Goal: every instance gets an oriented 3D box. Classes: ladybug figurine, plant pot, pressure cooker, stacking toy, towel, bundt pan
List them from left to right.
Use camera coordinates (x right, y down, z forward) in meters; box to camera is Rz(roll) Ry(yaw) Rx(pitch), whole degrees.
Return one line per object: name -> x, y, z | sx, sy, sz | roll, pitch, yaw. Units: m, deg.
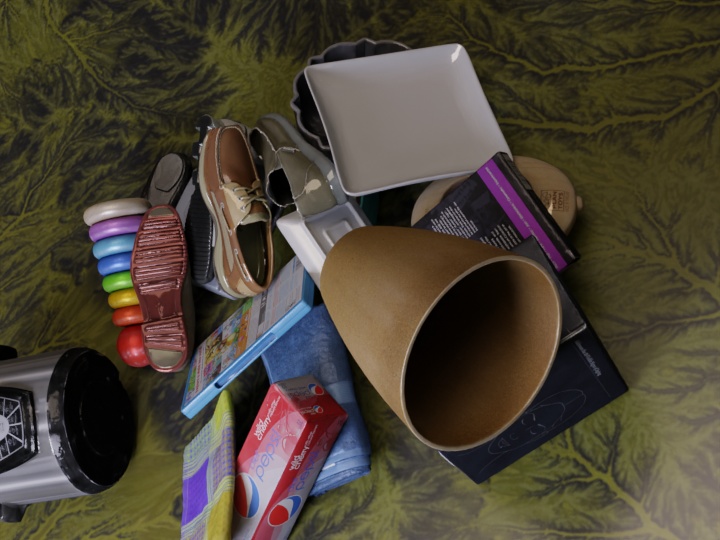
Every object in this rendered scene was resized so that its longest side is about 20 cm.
pressure cooker -> -0.388, 0.190, 1.667 | 0.198, 0.180, 0.177 | -10, 33, 20
stacking toy -> -0.282, 0.017, 1.730 | 0.084, 0.085, 0.203 | -13, 84, 18
towel -> -0.172, 0.249, 1.565 | 0.144, 0.023, 0.202 | 129, 149, -49
towel -> -0.051, 0.144, 1.576 | 0.111, 0.048, 0.202 | -30, 64, 37
bundt pan -> 0.015, -0.179, 1.678 | 0.199, 0.076, 0.204 | 1, 53, -2
plant pot -> 0.053, 0.036, 1.311 | 0.187, 0.186, 0.199 | -51, 44, -5
ladybug figurine -> 0.157, -0.058, 1.592 | 0.197, 0.072, 0.138 | -4, 67, 23

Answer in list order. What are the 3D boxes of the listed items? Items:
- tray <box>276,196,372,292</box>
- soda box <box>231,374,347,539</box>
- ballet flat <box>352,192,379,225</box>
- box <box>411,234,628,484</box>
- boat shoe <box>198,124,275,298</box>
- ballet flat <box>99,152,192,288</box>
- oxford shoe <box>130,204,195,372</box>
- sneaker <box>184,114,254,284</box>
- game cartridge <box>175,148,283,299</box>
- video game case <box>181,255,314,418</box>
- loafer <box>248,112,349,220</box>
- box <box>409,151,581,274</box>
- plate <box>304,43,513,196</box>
tray -> 0.000, 0.000, 1.598 | 0.107, 0.022, 0.201 | -26, 75, -32
soda box -> -0.090, 0.213, 1.529 | 0.070, 0.063, 0.202 | 44, 123, 34
ballet flat -> -0.020, -0.017, 1.661 | 0.065, 0.071, 0.202 | -10, 55, 29
box -> 0.147, 0.097, 1.450 | 0.195, 0.200, 0.125 | -31, 59, 8
boat shoe -> -0.133, -0.069, 1.640 | 0.073, 0.075, 0.203 | 1, 103, 51
ballet flat -> -0.269, -0.058, 1.805 | 0.066, 0.057, 0.201 | 30, 88, 18
oxford shoe -> -0.234, 0.024, 1.703 | 0.069, 0.075, 0.203 | -2, 82, 7
sneaker -> -0.159, -0.081, 1.706 | 0.074, 0.088, 0.203 | 15, 98, 55
game cartridge -> -0.167, -0.072, 1.766 | 0.132, 0.042, 0.202 | 17, 75, 34
video game case -> -0.127, 0.069, 1.621 | 0.200, 0.018, 0.144 | -42, 19, 18
loafer -> -0.087, -0.120, 1.626 | 0.069, 0.076, 0.200 | -33, 35, -12
box -> 0.121, -0.010, 1.534 | 0.199, 0.036, 0.144 | -39, 76, 19
plate -> 0.052, -0.168, 1.605 | 0.197, 0.033, 0.201 | -11, 53, -11
